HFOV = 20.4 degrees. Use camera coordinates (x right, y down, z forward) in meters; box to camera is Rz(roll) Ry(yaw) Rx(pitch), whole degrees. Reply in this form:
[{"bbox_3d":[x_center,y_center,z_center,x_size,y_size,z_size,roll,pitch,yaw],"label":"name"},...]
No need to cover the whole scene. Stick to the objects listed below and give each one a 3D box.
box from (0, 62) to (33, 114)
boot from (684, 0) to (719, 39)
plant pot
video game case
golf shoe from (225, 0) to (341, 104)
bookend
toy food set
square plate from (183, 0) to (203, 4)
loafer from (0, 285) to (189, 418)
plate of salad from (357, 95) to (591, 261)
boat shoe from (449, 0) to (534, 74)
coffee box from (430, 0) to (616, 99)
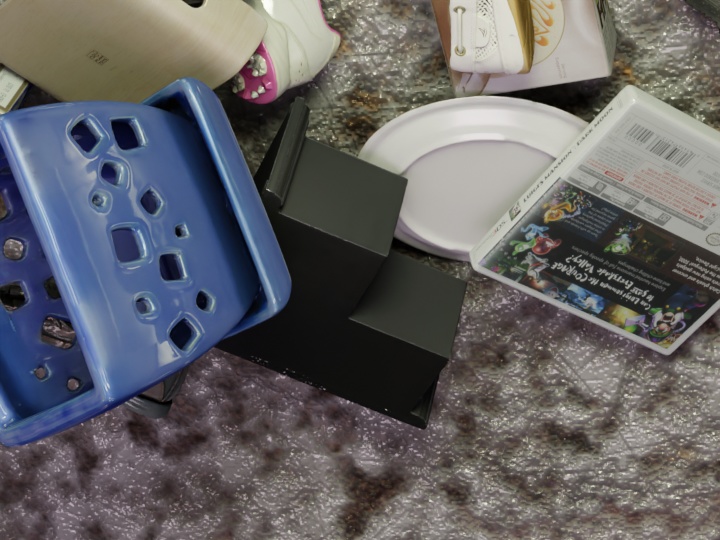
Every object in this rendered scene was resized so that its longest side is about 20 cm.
[{"bbox_3d":[-0.298,-0.076,1.509,0.032,0.121,0.200,28,121,-7],"label":"box"},{"bbox_3d":[0.278,-0.218,1.352,0.130,0.068,0.200,-33,117,21],"label":"boot"},{"bbox_3d":[-0.172,-0.013,1.363,0.200,0.180,0.200,-23,90,56],"label":"plant pot"},{"bbox_3d":[0.210,-0.031,1.452,0.200,0.023,0.182,23,125,-30],"label":"video game case"},{"bbox_3d":[-0.079,-0.221,1.417,0.075,0.091,0.201,-7,104,56],"label":"golf shoe"},{"bbox_3d":[0.000,0.000,1.469,0.198,0.092,0.200,22,142,-8],"label":"bookend"},{"bbox_3d":[-0.174,-0.172,1.399,0.143,0.061,0.200,34,147,-23],"label":"toy food set"},{"bbox_3d":[-0.172,-0.266,1.369,0.198,0.028,0.200,-2,119,44],"label":"square plate"},{"bbox_3d":[-0.231,0.048,1.611,0.200,0.072,0.063,29,102,-14],"label":"loafer"},{"bbox_3d":[0.095,-0.071,1.465,0.199,0.048,0.200,3,146,2],"label":"plate of salad"},{"bbox_3d":[0.064,-0.214,1.290,0.069,0.071,0.200,-6,120,14],"label":"boat shoe"},{"bbox_3d":[0.100,-0.229,1.364,0.114,0.080,0.200,-7,119,15],"label":"coffee box"}]
